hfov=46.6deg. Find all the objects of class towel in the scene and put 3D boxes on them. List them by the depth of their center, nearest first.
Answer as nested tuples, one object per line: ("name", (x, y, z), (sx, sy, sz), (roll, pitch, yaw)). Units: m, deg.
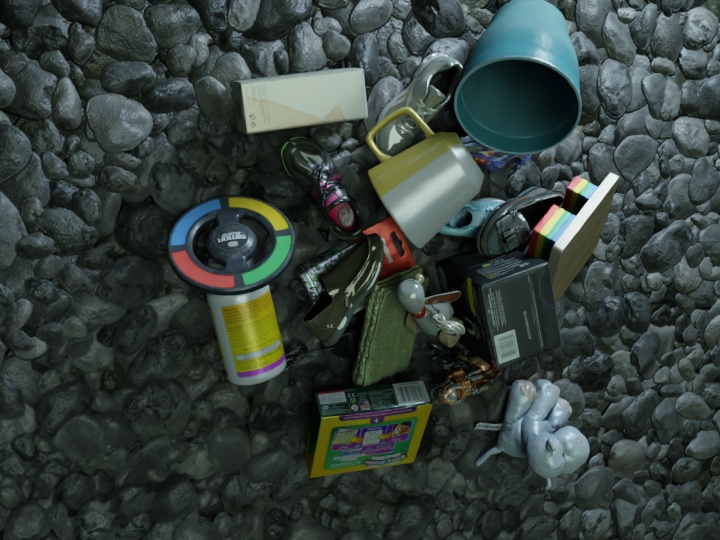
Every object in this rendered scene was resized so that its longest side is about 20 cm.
("towel", (0.050, 0.096, 1.426), (0.147, 0.036, 0.204), (-16, 122, -48))

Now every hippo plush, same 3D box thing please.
("hippo plush", (0.330, 0.298, 1.538), (0.196, 0.161, 0.163), (-9, 105, -16))

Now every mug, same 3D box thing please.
("mug", (0.103, -0.153, 1.326), (0.152, 0.150, 0.187), (-35, 120, 12))

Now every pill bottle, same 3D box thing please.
("pill bottle", (-0.188, 0.074, 1.352), (0.102, 0.104, 0.204), (-15, 107, -14))

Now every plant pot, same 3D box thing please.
("plant pot", (0.262, -0.328, 1.348), (0.198, 0.199, 0.190), (30, 54, -21))

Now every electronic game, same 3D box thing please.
("electronic game", (-0.198, -0.042, 1.287), (0.196, 0.202, 0.042), (-12, 141, -15))

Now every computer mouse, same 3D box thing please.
("computer mouse", (-0.062, 0.131, 1.449), (0.196, 0.034, 0.060), (-13, 122, -10))

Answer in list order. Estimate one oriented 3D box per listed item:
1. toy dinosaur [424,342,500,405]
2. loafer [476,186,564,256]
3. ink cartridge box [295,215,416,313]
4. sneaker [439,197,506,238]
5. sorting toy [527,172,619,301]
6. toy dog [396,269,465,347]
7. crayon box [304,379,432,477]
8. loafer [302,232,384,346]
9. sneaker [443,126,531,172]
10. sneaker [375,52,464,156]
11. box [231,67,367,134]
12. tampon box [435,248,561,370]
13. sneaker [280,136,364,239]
("toy dinosaur", (0.190, 0.187, 1.470), (0.198, 0.134, 0.104), (7, 90, -44))
("loafer", (0.278, -0.089, 1.443), (0.199, 0.062, 0.073), (-38, 119, -33))
("ink cartridge box", (0.000, 0.000, 1.424), (0.198, 0.050, 0.110), (-30, 108, -9))
("sneaker", (0.195, -0.087, 1.451), (0.196, 0.082, 0.075), (-3, 104, -19))
("sorting toy", (0.354, -0.052, 1.455), (0.200, 0.069, 0.200), (-47, 155, -27))
("toy dog", (0.119, 0.048, 1.355), (0.130, 0.200, 0.097), (27, 78, 6))
("crayon box", (0.011, 0.274, 1.444), (0.196, 0.059, 0.174), (-4, 135, -17))
("loafer", (-0.029, 0.025, 1.354), (0.069, 0.075, 0.202), (27, 92, -25))
("sneaker", (0.217, -0.207, 1.439), (0.196, 0.075, 0.080), (-7, 107, -15))
("sneaker", (0.096, -0.271, 1.374), (0.075, 0.092, 0.202), (31, 92, -22))
("box", (-0.095, -0.268, 1.313), (0.196, 0.095, 0.079), (-10, 105, -14))
("tampon box", (0.232, 0.055, 1.432), (0.124, 0.200, 0.153), (-17, 105, -13))
("sneaker", (-0.052, -0.135, 1.360), (0.077, 0.084, 0.201), (-42, 111, -6))
